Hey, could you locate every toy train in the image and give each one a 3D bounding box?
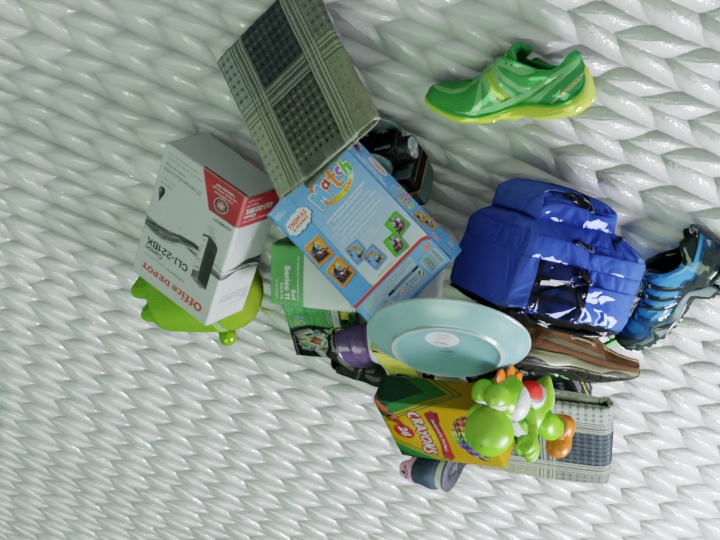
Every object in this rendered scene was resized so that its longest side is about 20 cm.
[{"bbox_3d":[-0.004,-0.120,1.483,0.198,0.086,0.114,-9,140,31],"label":"toy train"}]

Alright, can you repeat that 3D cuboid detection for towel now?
[{"bbox_3d":[-0.071,-0.208,1.375,0.192,0.034,0.202,-34,75,41],"label":"towel"},{"bbox_3d":[0.256,0.228,1.678,0.197,0.035,0.194,5,139,15],"label":"towel"}]

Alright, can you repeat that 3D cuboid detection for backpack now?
[{"bbox_3d":[0.240,-0.010,1.414,0.198,0.162,0.170,17,100,-27],"label":"backpack"}]

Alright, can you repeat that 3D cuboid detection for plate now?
[{"bbox_3d":[0.104,0.089,1.417,0.197,0.026,0.201,7,152,4],"label":"plate"}]

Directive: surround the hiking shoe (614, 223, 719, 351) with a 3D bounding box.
[{"bbox_3d":[0.377,0.020,1.484,0.086,0.075,0.200,37,127,-7],"label":"hiking shoe"}]

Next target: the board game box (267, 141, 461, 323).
[{"bbox_3d":[0.002,-0.045,1.421,0.200,0.037,0.151,46,124,2],"label":"board game box"}]

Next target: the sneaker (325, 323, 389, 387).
[{"bbox_3d":[0.005,0.125,1.708,0.086,0.077,0.200,-8,153,12],"label":"sneaker"}]

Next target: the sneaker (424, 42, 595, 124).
[{"bbox_3d":[0.166,-0.211,1.331,0.198,0.074,0.085,-1,110,28],"label":"sneaker"}]

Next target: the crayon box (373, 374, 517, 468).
[{"bbox_3d":[0.129,0.207,1.629,0.198,0.051,0.128,1,136,31],"label":"crayon box"}]

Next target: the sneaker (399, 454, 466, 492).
[{"bbox_3d":[0.122,0.263,1.767,0.081,0.200,0.071,6,104,22],"label":"sneaker"}]

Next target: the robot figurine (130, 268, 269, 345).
[{"bbox_3d":[-0.227,0.030,1.706,0.198,0.116,0.177,-2,122,25],"label":"robot figurine"}]

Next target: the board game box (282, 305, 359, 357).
[{"bbox_3d":[-0.052,0.078,1.703,0.103,0.024,0.201,6,154,6],"label":"board game box"}]

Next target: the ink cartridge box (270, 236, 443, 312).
[{"bbox_3d":[0.000,0.000,1.545,0.197,0.146,0.084,6,102,18],"label":"ink cartridge box"}]

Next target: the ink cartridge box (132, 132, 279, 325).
[{"bbox_3d":[-0.202,-0.053,1.550,0.144,0.083,0.202,34,122,22],"label":"ink cartridge box"}]

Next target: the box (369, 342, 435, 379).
[{"bbox_3d":[0.065,0.109,1.647,0.049,0.076,0.200,6,161,18],"label":"box"}]

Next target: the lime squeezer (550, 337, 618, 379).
[{"bbox_3d":[0.261,0.106,1.560,0.198,0.038,0.071,12,112,-27],"label":"lime squeezer"}]

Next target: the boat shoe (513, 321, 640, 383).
[{"bbox_3d":[0.273,0.098,1.513,0.198,0.075,0.075,13,165,-27],"label":"boat shoe"}]

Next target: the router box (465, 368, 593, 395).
[{"bbox_3d":[0.222,0.129,1.663,0.148,0.063,0.201,-9,130,29],"label":"router box"}]

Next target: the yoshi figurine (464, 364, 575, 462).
[{"bbox_3d":[0.186,0.193,1.480,0.112,0.113,0.199,-24,151,26],"label":"yoshi figurine"}]
